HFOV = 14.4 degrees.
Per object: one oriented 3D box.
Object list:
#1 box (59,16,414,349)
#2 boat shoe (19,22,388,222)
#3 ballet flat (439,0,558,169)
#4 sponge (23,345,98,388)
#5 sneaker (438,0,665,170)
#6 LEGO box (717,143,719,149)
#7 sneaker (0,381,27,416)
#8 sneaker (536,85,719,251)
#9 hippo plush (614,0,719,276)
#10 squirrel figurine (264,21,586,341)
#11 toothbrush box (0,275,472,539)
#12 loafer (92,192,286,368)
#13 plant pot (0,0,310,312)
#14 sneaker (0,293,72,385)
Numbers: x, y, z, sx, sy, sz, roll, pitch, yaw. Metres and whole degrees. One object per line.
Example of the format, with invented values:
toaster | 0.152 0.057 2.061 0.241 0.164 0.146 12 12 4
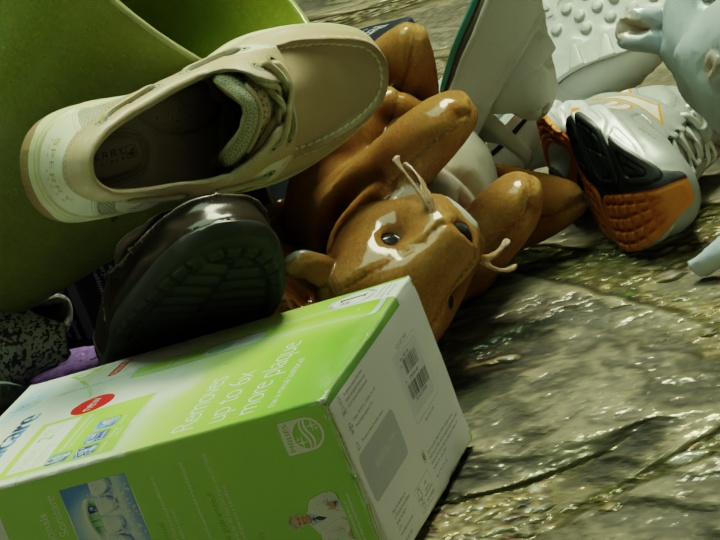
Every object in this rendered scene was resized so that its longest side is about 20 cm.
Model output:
box | -0.074 -0.047 1.664 0.200 0.118 0.197 -10 18 35
boat shoe | -0.059 -0.069 1.319 0.200 0.072 0.065 -19 9 -33
ballet flat | 0.069 -0.085 1.512 0.069 0.069 0.200 -37 -22 -47
sponge | -0.176 0.075 1.539 0.200 0.030 0.112 -10 17 42
sneaker | 0.129 -0.119 1.616 0.200 0.080 0.076 -34 52 14
LEGO box | 0.294 -0.147 1.568 0.149 0.077 0.200 -8 20 42
sneaker | -0.239 0.114 1.397 0.085 0.075 0.200 -6 21 48
sneaker | 0.156 -0.067 1.496 0.092 0.076 0.200 -19 15 -6
hippo plush | 0.210 -0.073 1.252 0.159 0.161 0.200 -21 14 2
squirrel figurine | 0.000 0.000 1.418 0.200 0.142 0.187 -31 21 20
toothbrush box | -0.070 0.088 1.228 0.200 0.086 0.146 -17 14 22
loafer | -0.090 0.003 1.313 0.073 0.071 0.200 -2 -20 -21
plant pot | -0.149 -0.080 1.463 0.200 0.187 0.187 -50 4 22
sneaker | -0.202 0.035 1.560 0.088 0.077 0.200 -10 15 -13
